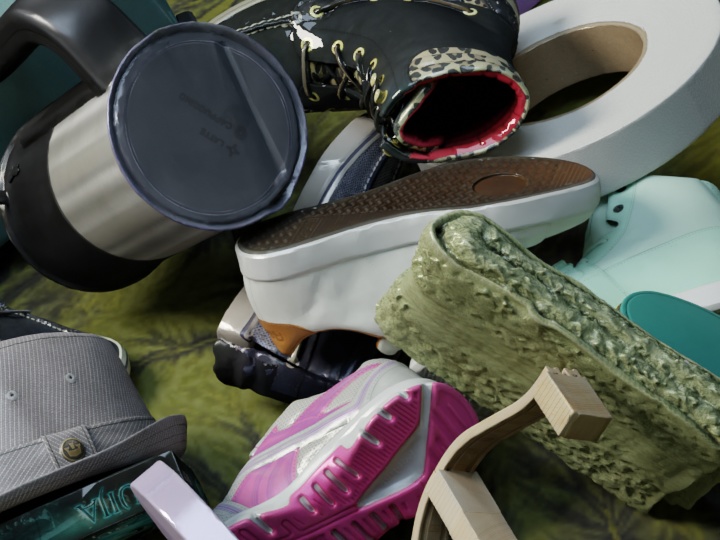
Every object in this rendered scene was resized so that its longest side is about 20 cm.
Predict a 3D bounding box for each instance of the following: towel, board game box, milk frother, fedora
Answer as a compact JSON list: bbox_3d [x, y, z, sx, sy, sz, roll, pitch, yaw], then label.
[{"bbox_3d":[0.105,0.050,1.270,0.200,0.148,0.036,33,66,0],"label":"towel"},{"bbox_3d":[-0.181,0.151,1.337,0.200,0.135,0.028,-23,81,-2],"label":"board game box"},{"bbox_3d":[-0.162,-0.040,1.397,0.188,0.180,0.200,-24,39,62],"label":"milk frother"},{"bbox_3d":[-0.194,0.092,1.350,0.200,0.177,0.090,-20,83,-20],"label":"fedora"}]

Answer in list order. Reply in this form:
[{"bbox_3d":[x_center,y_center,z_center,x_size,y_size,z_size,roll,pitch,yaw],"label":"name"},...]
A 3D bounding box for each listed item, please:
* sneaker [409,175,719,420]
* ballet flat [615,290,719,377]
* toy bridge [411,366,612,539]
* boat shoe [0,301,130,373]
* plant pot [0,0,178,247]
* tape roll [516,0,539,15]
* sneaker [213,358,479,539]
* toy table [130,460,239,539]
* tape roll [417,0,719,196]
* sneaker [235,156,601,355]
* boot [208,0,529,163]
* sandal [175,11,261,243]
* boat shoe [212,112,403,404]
[{"bbox_3d":[0.119,0.011,1.394,0.200,0.074,0.118,-13,47,2],"label":"sneaker"},{"bbox_3d":[0.211,0.082,1.293,0.200,0.067,0.067,27,43,21],"label":"ballet flat"},{"bbox_3d":[0.057,0.125,1.258,0.027,0.200,0.067,6,36,-34],"label":"toy bridge"},{"bbox_3d":[-0.232,0.048,1.486,0.200,0.062,0.075,8,52,22],"label":"boat shoe"},{"bbox_3d":[-0.219,-0.131,1.545,0.200,0.141,0.141,-35,42,5],"label":"plant pot"},{"bbox_3d":[0.037,-0.232,1.635,0.200,0.066,0.200,-10,48,11],"label":"tape roll"},{"bbox_3d":[-0.028,0.123,1.344,0.200,0.081,0.088,-38,25,0],"label":"sneaker"},{"bbox_3d":[-0.076,0.207,1.230,0.117,0.184,0.200,-41,84,-11],"label":"toy table"},{"bbox_3d":[0.124,-0.103,1.471,0.203,0.037,0.203,-22,27,12],"label":"tape roll"},{"bbox_3d":[0.037,-0.005,1.371,0.200,0.085,0.073,-14,24,2],"label":"sneaker"},{"bbox_3d":[-0.002,-0.111,1.440,0.203,0.074,0.154,-9,25,1],"label":"boot"},{"bbox_3d":[-0.101,-0.087,1.547,0.048,0.075,0.200,-14,48,-4],"label":"sandal"},{"bbox_3d":[0.000,0.000,1.454,0.093,0.075,0.200,21,62,17],"label":"boat shoe"}]
